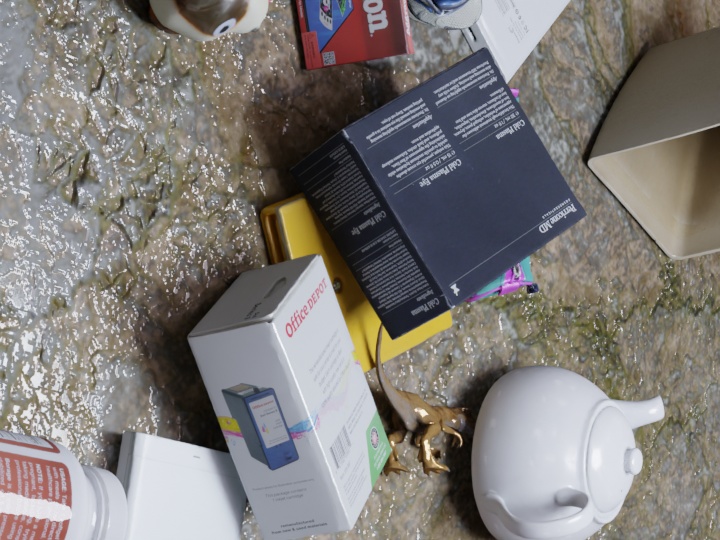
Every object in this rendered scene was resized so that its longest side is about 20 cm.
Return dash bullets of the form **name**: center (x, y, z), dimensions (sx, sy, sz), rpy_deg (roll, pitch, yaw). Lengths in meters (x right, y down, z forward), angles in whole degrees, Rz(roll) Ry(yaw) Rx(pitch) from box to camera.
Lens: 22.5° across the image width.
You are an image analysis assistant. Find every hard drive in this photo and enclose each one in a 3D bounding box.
- **hard drive**: center (0.163, -0.306, 1.877), dimensions (0.200, 0.026, 0.132), rpy_deg (-53, 124, -34)
- **hard drive**: center (-0.158, 0.246, 1.504), dimensions (0.131, 0.026, 0.202), rpy_deg (19, 74, -44)

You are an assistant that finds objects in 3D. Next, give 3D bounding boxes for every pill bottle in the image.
- **pill bottle**: center (-0.273, 0.173, 1.334), dimensions (0.199, 0.111, 0.114), rpy_deg (19, 75, -44)

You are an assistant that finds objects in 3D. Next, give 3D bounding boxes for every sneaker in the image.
- **sneaker**: center (0.074, -0.267, 1.706), dimensions (0.077, 0.085, 0.200), rpy_deg (-47, 150, 5)

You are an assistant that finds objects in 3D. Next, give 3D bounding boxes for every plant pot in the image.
- **plant pot**: center (0.395, -0.155, 2.009), dimensions (0.200, 0.198, 0.178), rpy_deg (43, 48, -36)

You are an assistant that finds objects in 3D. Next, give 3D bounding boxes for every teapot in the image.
- **teapot**: center (0.207, 0.189, 1.793), dimensions (0.197, 0.145, 0.202), rpy_deg (38, 59, -52)

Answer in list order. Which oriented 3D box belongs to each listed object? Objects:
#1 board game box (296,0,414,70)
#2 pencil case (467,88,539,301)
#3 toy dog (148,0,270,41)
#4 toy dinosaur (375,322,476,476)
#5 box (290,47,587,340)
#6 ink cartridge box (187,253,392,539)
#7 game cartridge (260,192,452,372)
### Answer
- **board game box**: center (-0.015, -0.289, 1.635), dimensions (0.019, 0.102, 0.202), rpy_deg (-25, 107, -68)
- **pencil case**: center (0.124, -0.073, 1.779), dimensions (0.084, 0.092, 0.203), rpy_deg (-6, 91, -34)
- **toy dog**: center (-0.115, -0.290, 1.509), dimensions (0.192, 0.139, 0.202), rpy_deg (17, 76, -31)
- **toy dinosaur**: center (0.045, 0.136, 1.720), dimensions (0.200, 0.060, 0.107), rpy_deg (37, 47, -52)
- **box**: center (0.072, -0.070, 1.638), dimensions (0.199, 0.104, 0.183), rpy_deg (-31, 90, -37)
- **ink cartridge box**: center (-0.057, 0.107, 1.553), dimensions (0.145, 0.087, 0.202), rpy_deg (-56, 131, -62)
- **game cartridge**: center (0.000, 0.000, 1.692), dimensions (0.199, 0.032, 0.178), rpy_deg (-24, 106, -47)
